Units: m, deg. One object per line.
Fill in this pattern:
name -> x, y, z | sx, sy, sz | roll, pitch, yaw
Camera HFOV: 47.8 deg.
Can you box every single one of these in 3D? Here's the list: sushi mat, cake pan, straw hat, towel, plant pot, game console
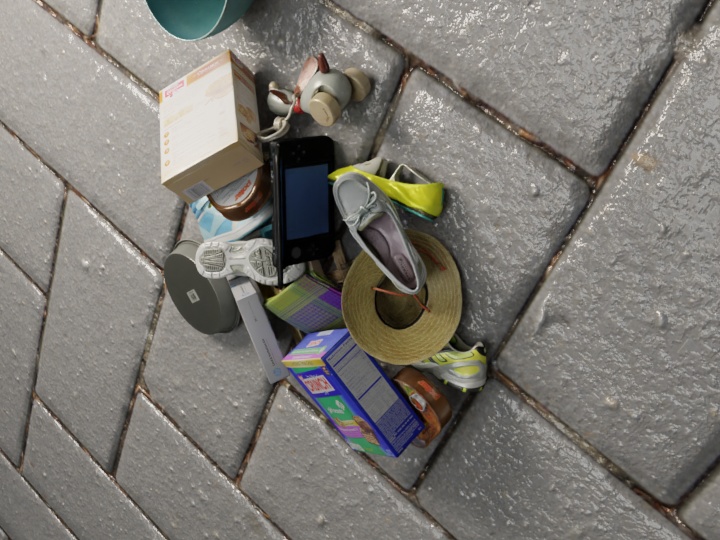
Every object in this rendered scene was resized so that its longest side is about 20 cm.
sushi mat -> -0.111, 0.111, 1.423 | 0.095, 0.012, 0.203 | 28, 142, 65
cake pan -> -0.310, 0.039, 1.563 | 0.198, 0.037, 0.203 | 26, 132, 33
straw hat -> 0.061, 0.043, 1.258 | 0.203, 0.199, 0.085 | 62, 172, 1
towel -> -0.047, 0.072, 1.331 | 0.198, 0.023, 0.143 | 29, 139, -27
plant pot -> -0.231, -0.468, 1.266 | 0.198, 0.134, 0.204 | 15, 116, 33
game console -> -0.084, -0.095, 1.251 | 0.116, 0.174, 0.204 | 21, 116, 48

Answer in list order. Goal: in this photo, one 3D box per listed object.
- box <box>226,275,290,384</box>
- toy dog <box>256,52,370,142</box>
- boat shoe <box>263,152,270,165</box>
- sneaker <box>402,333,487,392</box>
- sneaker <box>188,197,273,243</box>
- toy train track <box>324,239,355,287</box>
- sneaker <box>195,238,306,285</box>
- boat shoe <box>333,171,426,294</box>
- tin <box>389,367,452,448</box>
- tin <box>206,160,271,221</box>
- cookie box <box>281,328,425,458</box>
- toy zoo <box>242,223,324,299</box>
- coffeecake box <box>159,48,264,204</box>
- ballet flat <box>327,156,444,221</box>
box -> -0.181, 0.092, 1.419 | 0.200, 0.041, 0.158 | -142, 31, -70
toy dog -> -0.085, -0.282, 1.245 | 0.197, 0.133, 0.097 | -8, 125, 30
boat shoe -> -0.174, -0.168, 1.386 | 0.198, 0.063, 0.074 | 14, 116, 33
sneaker -> 0.112, 0.120, 1.281 | 0.197, 0.075, 0.078 | 19, 106, 22
sneaker -> -0.235, -0.119, 1.436 | 0.198, 0.079, 0.132 | -21, 100, 40
toy train track -> 0.000, 0.000, 1.336 | 0.198, 0.032, 0.116 | -17, 96, 39
sneaker -> -0.177, -0.022, 1.397 | 0.197, 0.099, 0.079 | 7, 99, 18
boat shoe -> 0.029, -0.054, 1.181 | 0.074, 0.065, 0.204 | -31, 92, 6
tin -> 0.085, 0.220, 1.301 | 0.112, 0.042, 0.201 | 40, 155, 10
tin -> -0.217, -0.164, 1.342 | 0.112, 0.042, 0.200 | -47, 51, 8
cookie box -> -0.015, 0.194, 1.296 | 0.201, 0.075, 0.171 | 53, 156, -11
toy zoo -> -0.145, -0.015, 1.435 | 0.199, 0.020, 0.133 | -19, 94, 50
coffeecake box -> -0.244, -0.233, 1.315 | 0.152, 0.073, 0.203 | -24, 55, 21
ballet flat -> 0.042, -0.135, 1.241 | 0.198, 0.067, 0.068 | 22, 99, 26
